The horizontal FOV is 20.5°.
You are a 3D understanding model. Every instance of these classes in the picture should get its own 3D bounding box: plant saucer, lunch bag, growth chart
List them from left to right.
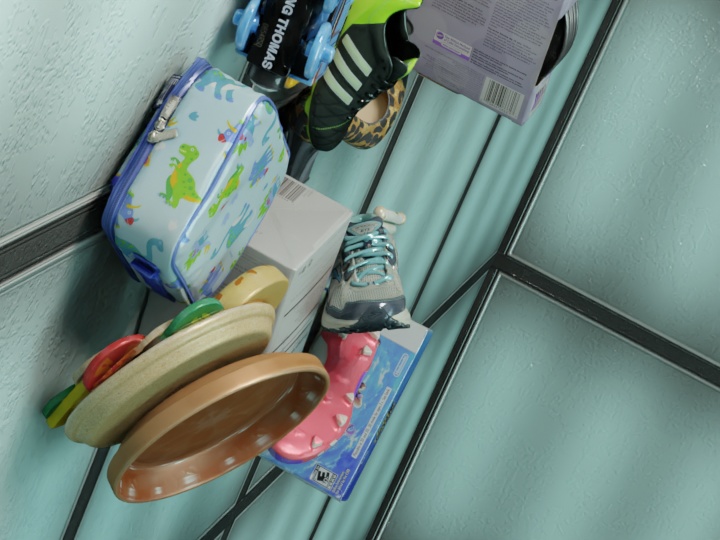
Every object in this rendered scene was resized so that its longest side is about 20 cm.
[{"bbox_3d":[-0.127,-0.060,1.526,0.162,0.082,0.200,-61,171,-10],"label":"lunch bag"},{"bbox_3d":[-0.118,0.124,1.624,0.199,0.032,0.201,-27,161,-10],"label":"plant saucer"},{"bbox_3d":[-0.011,0.025,1.925,0.201,0.018,0.145,-63,169,-2],"label":"growth chart"}]

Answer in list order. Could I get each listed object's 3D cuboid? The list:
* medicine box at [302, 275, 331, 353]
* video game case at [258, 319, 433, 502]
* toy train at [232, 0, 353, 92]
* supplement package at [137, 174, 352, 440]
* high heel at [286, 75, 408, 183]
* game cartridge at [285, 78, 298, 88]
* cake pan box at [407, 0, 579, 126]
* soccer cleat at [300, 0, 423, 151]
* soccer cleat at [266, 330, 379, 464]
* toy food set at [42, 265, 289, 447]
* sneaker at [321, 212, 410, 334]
[{"bbox_3d":[-0.093,0.048,1.914,0.201,0.102,0.182,-64,170,5],"label":"medicine box"},{"bbox_3d":[-0.050,0.109,2.063,0.201,0.180,0.045,-62,169,-1],"label":"video game case"},{"bbox_3d":[-0.036,-0.236,1.538,0.114,0.086,0.202,-61,173,-71],"label":"toy train"},{"bbox_3d":[-0.107,0.023,1.723,0.120,0.121,0.201,-47,163,-53],"label":"supplement package"},{"bbox_3d":[0.000,-0.172,1.884,0.200,0.071,0.143,-46,169,-31],"label":"high heel"},{"bbox_3d":[-0.012,-0.262,1.742,0.178,0.032,0.200,-67,171,23],"label":"game cartridge"},{"bbox_3d":[0.107,-0.254,1.866,0.052,0.199,0.185,-49,161,-43],"label":"cake pan box"},{"bbox_3d":[0.003,-0.174,1.717,0.068,0.081,0.201,-52,166,-47],"label":"soccer cleat"},{"bbox_3d":[-0.039,0.116,1.799,0.077,0.066,0.201,-54,-175,41],"label":"soccer cleat"},{"bbox_3d":[-0.153,0.074,1.570,0.197,0.049,0.200,-20,162,-47],"label":"toy food set"},{"bbox_3d":[0.000,0.000,1.751,0.200,0.077,0.087,-110,-163,-76],"label":"sneaker"}]
